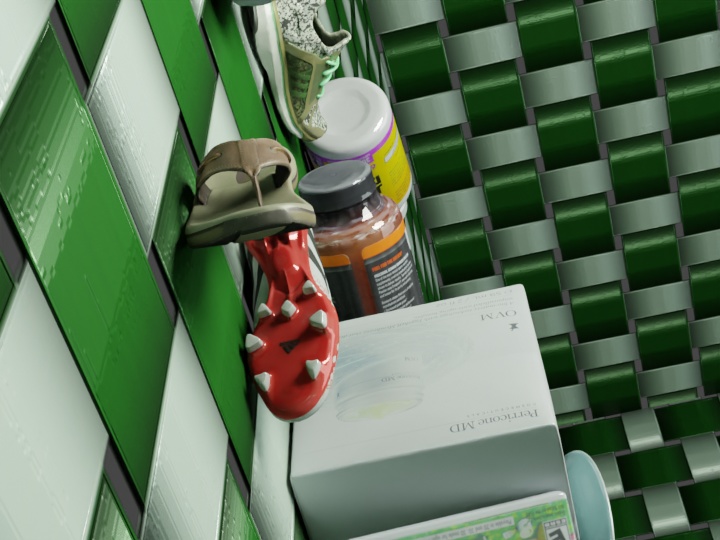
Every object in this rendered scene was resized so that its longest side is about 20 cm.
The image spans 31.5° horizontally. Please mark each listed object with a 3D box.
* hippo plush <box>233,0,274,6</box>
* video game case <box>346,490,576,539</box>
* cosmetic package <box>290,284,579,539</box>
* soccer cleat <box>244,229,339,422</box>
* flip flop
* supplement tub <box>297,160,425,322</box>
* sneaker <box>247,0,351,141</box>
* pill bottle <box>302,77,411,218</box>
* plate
[{"bbox_3d":[-0.090,-0.314,1.060,0.200,0.159,0.161,-70,-179,-51],"label":"hippo plush"},{"bbox_3d":[0.069,0.266,0.895,0.022,0.200,0.182,145,-66,-78],"label":"video game case"},{"bbox_3d":[0.055,0.128,1.022,0.200,0.199,0.123,-93,169,-59],"label":"cosmetic package"},{"bbox_3d":[-0.047,0.032,0.923,0.085,0.068,0.200,64,10,-49],"label":"soccer cleat"},{"bbox_3d":[-0.072,-0.060,0.812,0.200,0.081,0.058,-97,177,-71],"label":"flip flop"},{"bbox_3d":[0.000,0.000,1.207,0.107,0.107,0.200,-89,166,-64],"label":"supplement tub"},{"bbox_3d":[-0.048,-0.203,1.255,0.200,0.088,0.077,69,10,-54],"label":"sneaker"},{"bbox_3d":[0.001,-0.122,1.458,0.200,0.104,0.104,66,13,-57],"label":"pill bottle"},{"bbox_3d":[0.159,0.245,1.033,0.200,0.026,0.201,-174,-90,-82],"label":"plate"}]
